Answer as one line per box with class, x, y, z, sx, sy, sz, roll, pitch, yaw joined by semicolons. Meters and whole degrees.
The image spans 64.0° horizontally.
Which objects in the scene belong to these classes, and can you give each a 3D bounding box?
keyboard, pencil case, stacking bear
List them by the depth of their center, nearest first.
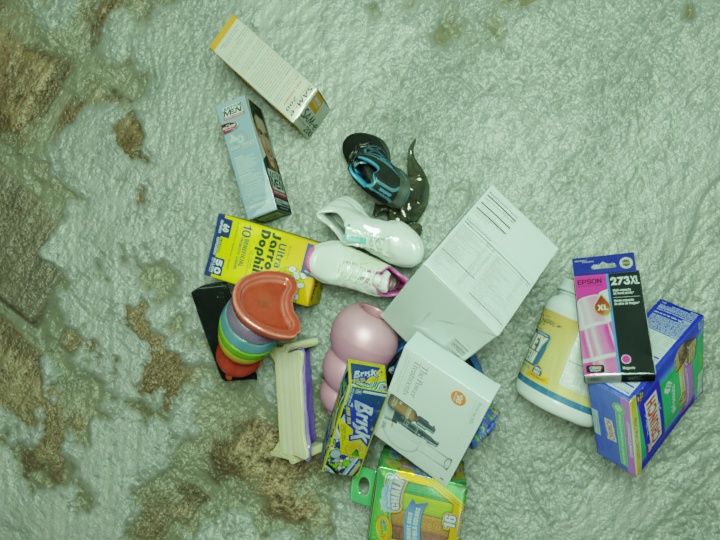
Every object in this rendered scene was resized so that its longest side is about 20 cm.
stacking bear;-0.185;0.107;0.957;0.111;0.201;0.124;10;49;-24
pencil case;0.141;0.205;0.962;0.199;0.087;0.078;41;75;5
keyboard;-0.223;0.112;1.043;0.123;0.021;0.206;-5;117;14

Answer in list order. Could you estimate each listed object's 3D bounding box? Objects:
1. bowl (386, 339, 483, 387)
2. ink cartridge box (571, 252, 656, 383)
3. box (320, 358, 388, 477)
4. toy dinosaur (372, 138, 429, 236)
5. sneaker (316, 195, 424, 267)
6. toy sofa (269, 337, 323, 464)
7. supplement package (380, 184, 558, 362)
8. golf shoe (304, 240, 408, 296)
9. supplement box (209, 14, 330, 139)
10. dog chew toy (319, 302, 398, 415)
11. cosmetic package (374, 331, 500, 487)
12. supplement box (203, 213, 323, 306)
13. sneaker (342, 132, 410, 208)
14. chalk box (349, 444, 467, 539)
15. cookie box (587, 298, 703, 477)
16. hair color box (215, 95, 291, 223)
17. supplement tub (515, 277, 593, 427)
bowl;0.126;0.213;1.026;0.193;0.039;0.208;0;91;8
ink cartridge box;0.365;0.061;0.841;0.092;0.037;0.206;-6;59;20
box;-0.012;0.247;0.956;0.068;0.065;0.205;11;122;-9
toy dinosaur;0.080;-0.124;1.022;0.099;0.077;0.206;17;88;-5
sneaker;0.011;-0.056;0.960;0.197;0.088;0.077;29;118;25
toy sofa;-0.105;0.227;1.020;0.095;0.082;0.207;-4;90;38
supplement package;0.166;0.020;0.904;0.147;0.192;0.200;42;59;5
golf shoe;0.000;0.000;0.967;0.196;0.091;0.078;13;92;-38
supplement box;-0.155;-0.335;1.015;0.199;0.126;0.074;42;95;6
dog chew toy;-0.012;0.163;1.008;0.122;0.124;0.205;24;102;7
cosmetic package;0.111;0.218;0.897;0.148;0.052;0.204;29;126;18
supplement box;-0.160;-0.019;1.028;0.194;0.109;0.112;16;93;7
sneaker;0.012;-0.185;0.975;0.074;0.080;0.201;-57;42;19
chalk box;0.077;0.388;0.992;0.193;0.124;0.129;8;92;7
cookie box;0.442;0.178;0.884;0.198;0.075;0.174;-37;125;-21
hair color box;-0.189;-0.194;1.035;0.059;0.099;0.206;-17;88;8
supplement tub;0.351;0.131;0.940;0.141;0.145;0.206;21;93;7
